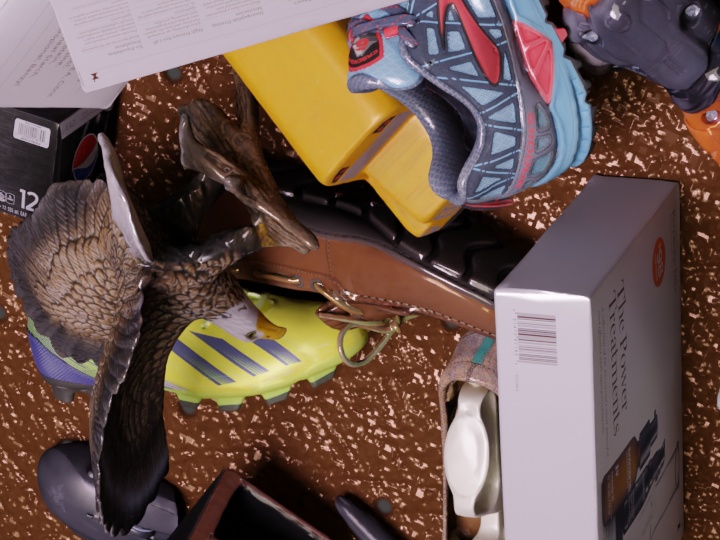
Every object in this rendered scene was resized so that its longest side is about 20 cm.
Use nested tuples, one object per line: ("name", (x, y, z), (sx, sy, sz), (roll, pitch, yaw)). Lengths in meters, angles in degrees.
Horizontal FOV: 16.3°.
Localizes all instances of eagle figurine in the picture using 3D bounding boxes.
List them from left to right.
("eagle figurine", (-0.105, 0.017, 1.242), (0.151, 0.152, 0.200), (44, 114, -6))

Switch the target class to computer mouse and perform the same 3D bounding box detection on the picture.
("computer mouse", (-0.101, 0.159, 1.424), (0.199, 0.034, 0.059), (27, 120, 10))

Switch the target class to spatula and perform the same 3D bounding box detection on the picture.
("spatula", (0.052, 0.200, 1.373), (0.021, 0.057, 0.200), (-39, 86, 4))

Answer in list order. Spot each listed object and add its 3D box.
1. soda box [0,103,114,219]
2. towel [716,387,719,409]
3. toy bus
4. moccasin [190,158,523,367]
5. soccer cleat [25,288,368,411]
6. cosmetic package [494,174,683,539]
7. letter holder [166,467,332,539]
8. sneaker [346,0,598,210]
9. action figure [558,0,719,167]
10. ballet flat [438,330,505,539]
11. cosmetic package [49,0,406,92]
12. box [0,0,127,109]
("soda box", (-0.235, -0.091, 1.349), (0.199, 0.071, 0.064), (19, 120, 16))
("towel", (0.255, 0.035, 1.158), (0.170, 0.048, 0.200), (21, 152, 16))
("toy bus", (-0.017, -0.109, 1.229), (0.065, 0.078, 0.200), (-46, 74, 31))
("moccasin", (-0.001, 0.001, 1.284), (0.200, 0.074, 0.078), (15, 117, 18))
("soccer cleat", (-0.093, 0.027, 1.344), (0.199, 0.065, 0.084), (-2, 109, 25))
("cosmetic package", (0.115, 0.073, 1.222), (0.051, 0.151, 0.201), (5, 114, 20))
("letter holder", (-0.075, 0.230, 1.388), (0.142, 0.101, 0.200), (33, 133, -6))
("sneaker", (0.030, -0.120, 1.145), (0.201, 0.095, 0.079), (61, 158, -7))
("action figure", (0.172, -0.122, 1.142), (0.193, 0.105, 0.200), (34, 125, -5))
("ballet flat", (0.066, 0.126, 1.316), (0.068, 0.067, 0.201), (2, 113, 23))
("cosmetic package", (-0.037, -0.147, 1.077), (0.199, 0.051, 0.083), (-15, 129, 1))
("box", (-0.158, -0.212, 1.183), (0.200, 0.130, 0.199), (-49, 65, 27))
